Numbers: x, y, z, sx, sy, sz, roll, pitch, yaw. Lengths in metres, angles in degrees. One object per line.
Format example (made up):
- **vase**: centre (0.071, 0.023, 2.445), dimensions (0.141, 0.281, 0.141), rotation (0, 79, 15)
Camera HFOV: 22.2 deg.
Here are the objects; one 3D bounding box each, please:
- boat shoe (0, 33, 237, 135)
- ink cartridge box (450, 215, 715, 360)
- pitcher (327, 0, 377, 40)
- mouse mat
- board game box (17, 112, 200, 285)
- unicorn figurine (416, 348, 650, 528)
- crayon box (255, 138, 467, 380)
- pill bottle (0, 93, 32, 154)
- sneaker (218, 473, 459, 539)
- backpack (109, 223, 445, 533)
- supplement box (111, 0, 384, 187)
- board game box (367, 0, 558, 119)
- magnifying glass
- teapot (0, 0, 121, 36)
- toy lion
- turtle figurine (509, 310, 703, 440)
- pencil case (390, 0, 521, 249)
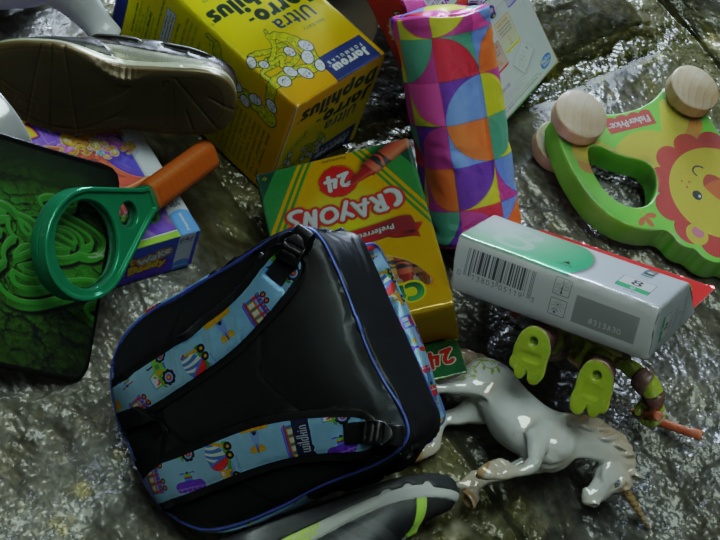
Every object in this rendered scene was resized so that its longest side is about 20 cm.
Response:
- **boat shoe**: centre (-0.192, -0.145, 1.416), dimensions (0.199, 0.074, 0.065), rotation (10, 25, -1)
- **ink cartridge box**: centre (0.178, -0.004, 1.399), dimensions (0.160, 0.050, 0.200), rotation (20, 24, 20)
- **pitcher**: centre (-0.042, -0.308, 1.574), dimensions (0.120, 0.172, 0.201), rotation (-8, 46, -3)
- **mouse mat**: centre (-0.257, -0.016, 1.278), dimensions (0.199, 0.008, 0.162), rotation (16, 80, -44)
- **board game box**: centre (-0.230, -0.075, 1.416), dimensions (0.134, 0.045, 0.200), rotation (-18, 61, -29)
- **unicorn figurine**: centre (0.118, 0.124, 1.358), dimensions (0.137, 0.074, 0.200), rotation (-24, 64, -32)
- **crayon box**: centre (0.000, 0.000, 1.400), dimensions (0.126, 0.051, 0.201), rotation (-14, 54, -1)
- **pill bottle**: centre (-0.330, -0.050, 1.296), dimensions (0.111, 0.111, 0.200), rotation (42, 64, 16)
- **sneaker**: centre (-0.014, 0.201, 1.273), dimensions (0.199, 0.072, 0.083), rotation (-16, 84, -27)
- **backpack**: centre (-0.063, 0.082, 1.274), dimensions (0.183, 0.199, 0.134), rotation (64, 19, 7)
- **supplement box**: centre (-0.096, -0.182, 1.503), dimensions (0.200, 0.110, 0.109), rotation (43, 52, 16)
- **board game box**: centre (0.081, -0.222, 1.559), dimensions (0.153, 0.040, 0.201), rotation (-47, 119, -40)
- **magnifying glass**: centre (-0.170, -0.044, 1.348), dimensions (0.022, 0.080, 0.200), rotation (-1, 26, 38)
- **teapot**: centre (-0.283, -0.290, 1.509), dimensions (0.196, 0.146, 0.201), rotation (1, 66, 24)
- **toy lion**: centre (0.271, -0.073, 1.580), dimensions (0.199, 0.069, 0.193), rotation (-14, 66, -27)
- **turtle figurine**: centre (0.181, 0.065, 1.389), dimensions (0.200, 0.064, 0.161), rotation (43, 19, 9)
- **pencil case**: centre (0.077, -0.120, 1.470), dimensions (0.088, 0.088, 0.201), rotation (-15, 104, -28)
